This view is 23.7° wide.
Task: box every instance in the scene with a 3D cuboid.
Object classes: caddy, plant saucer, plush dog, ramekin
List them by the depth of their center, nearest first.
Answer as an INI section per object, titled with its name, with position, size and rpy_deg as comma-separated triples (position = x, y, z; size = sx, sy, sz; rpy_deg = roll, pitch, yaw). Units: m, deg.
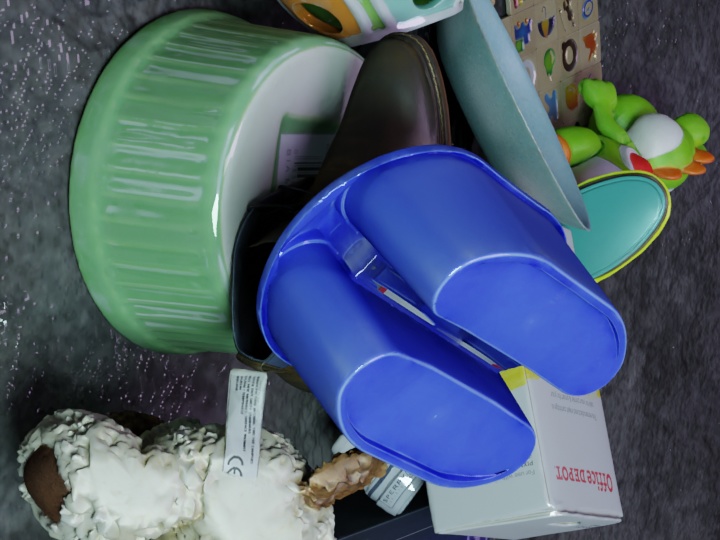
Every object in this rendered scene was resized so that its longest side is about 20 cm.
[caddy]
position = 0.038, 0.020, 0.854
size = 0.141, 0.105, 0.200
rpy_deg = -44, 140, 12
[plush dog]
position = -0.077, 0.134, 0.907
size = 0.160, 0.172, 0.201
rpy_deg = -33, 95, -16
[ramekin]
position = -0.061, -0.045, 0.971
size = 0.200, 0.097, 0.201
rpy_deg = -17, 111, -52
[plant saucer]
position = 0.091, -0.110, 1.115
size = 0.202, 0.039, 0.201
rpy_deg = 59, 14, -24

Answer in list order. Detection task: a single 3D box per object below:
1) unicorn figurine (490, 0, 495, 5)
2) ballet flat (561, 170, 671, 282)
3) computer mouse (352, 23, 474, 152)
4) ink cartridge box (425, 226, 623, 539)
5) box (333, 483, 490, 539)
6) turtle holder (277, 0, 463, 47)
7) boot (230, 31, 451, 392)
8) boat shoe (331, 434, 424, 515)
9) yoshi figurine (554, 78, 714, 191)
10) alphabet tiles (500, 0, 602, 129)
[unicorn figurine]
position = 0.087, -0.253, 1.130
size = 0.200, 0.137, 0.074
rpy_deg = 43, 68, -32
[ballet flat]
position = 0.133, -0.004, 1.212
size = 0.067, 0.200, 0.067
rpy_deg = 53, 11, 6
[computer mouse]
position = 0.028, -0.101, 1.124
size = 0.200, 0.046, 0.141
rpy_deg = 42, 50, -60
[ink cartridge box]
position = 0.093, 0.067, 1.094
size = 0.145, 0.083, 0.201
rpy_deg = 20, 57, -62
[box]
position = 0.003, 0.219, 1.139
size = 0.200, 0.079, 0.142
rpy_deg = -10, 103, -53
[turtle holder]
position = 0.014, -0.207, 0.999
size = 0.185, 0.140, 0.132
rpy_deg = -33, 108, -56
[boot]
position = -0.010, -0.032, 0.897
size = 0.097, 0.074, 0.201
rpy_deg = 8, 93, -58
[boat shoe]
position = 0.037, 0.097, 1.161
size = 0.074, 0.067, 0.200
rpy_deg = -52, 175, 17
[yoshi figurine]
position = 0.180, -0.087, 1.318
size = 0.199, 0.112, 0.112
rpy_deg = -17, 71, -37
[alphabet tiles]
position = 0.144, -0.141, 1.318
size = 0.166, 0.006, 0.201
rpy_deg = -30, 121, -48
